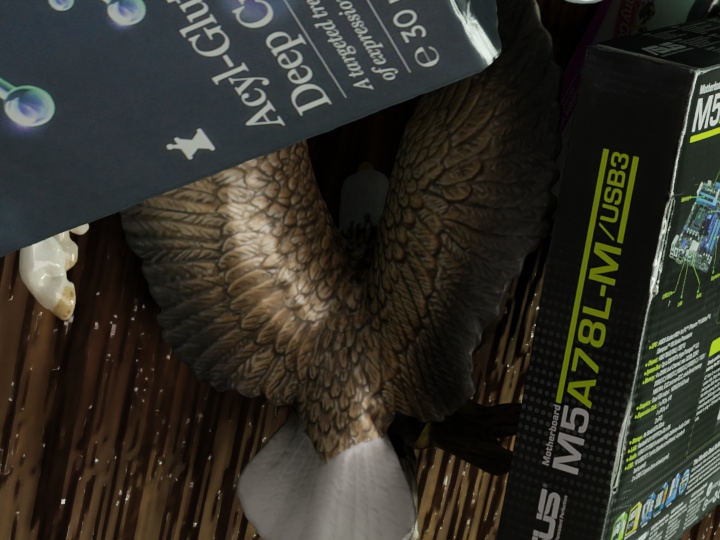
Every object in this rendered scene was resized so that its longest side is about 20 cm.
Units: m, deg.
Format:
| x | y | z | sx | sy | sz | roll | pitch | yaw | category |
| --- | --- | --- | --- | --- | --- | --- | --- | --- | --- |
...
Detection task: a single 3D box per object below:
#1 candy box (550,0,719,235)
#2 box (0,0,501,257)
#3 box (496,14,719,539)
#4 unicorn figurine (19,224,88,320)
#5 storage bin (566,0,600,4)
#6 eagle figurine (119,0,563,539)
| x | y | z | sx | sy | sz | roll | pitch | yaw | category |
| --- | --- | --- | --- | --- | --- | --- | --- | --- | --- |
| 0.166 | -0.045 | 0.991 | 0.199 | 0.061 | 0.137 | 28 | 92 | -43 | candy box |
| -0.084 | -0.103 | 0.596 | 0.199 | 0.108 | 0.149 | -20 | 132 | 18 | box |
| 0.118 | 0.006 | 0.846 | 0.200 | 0.047 | 0.195 | -22 | 122 | -62 | box |
| -0.170 | -0.009 | 0.745 | 0.200 | 0.074 | 0.138 | -53 | 124 | -26 | unicorn figurine |
| 0.068 | -0.217 | 0.789 | 0.145 | 0.134 | 0.202 | -23 | 123 | -28 | storage bin |
| -0.002 | -0.005 | 0.837 | 0.151 | 0.151 | 0.201 | -27 | 136 | -16 | eagle figurine |
